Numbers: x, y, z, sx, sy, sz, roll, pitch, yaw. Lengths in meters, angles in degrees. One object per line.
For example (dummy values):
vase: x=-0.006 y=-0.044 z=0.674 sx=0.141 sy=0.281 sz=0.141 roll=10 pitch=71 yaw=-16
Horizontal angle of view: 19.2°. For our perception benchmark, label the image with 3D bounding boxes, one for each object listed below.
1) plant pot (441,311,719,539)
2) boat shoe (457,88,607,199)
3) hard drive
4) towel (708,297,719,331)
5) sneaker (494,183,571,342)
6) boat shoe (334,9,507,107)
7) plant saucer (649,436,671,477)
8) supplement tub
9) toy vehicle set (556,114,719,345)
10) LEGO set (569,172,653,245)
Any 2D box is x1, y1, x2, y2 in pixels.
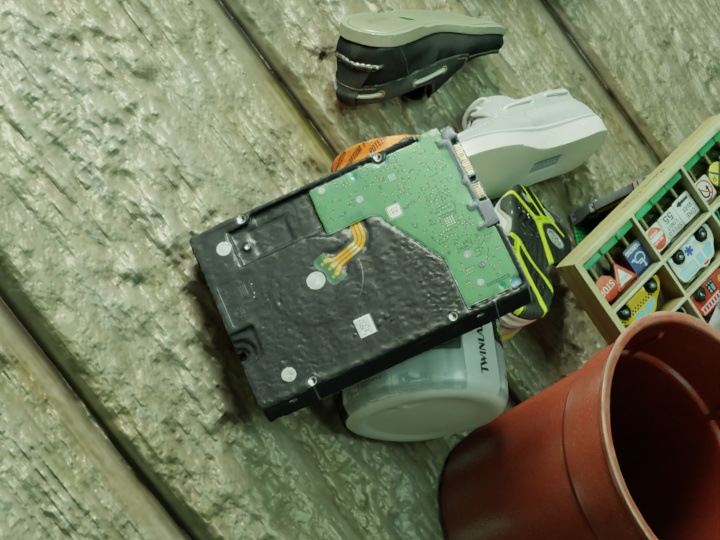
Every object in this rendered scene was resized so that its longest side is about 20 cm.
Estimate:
plant pot: x=0.174 y=0.155 z=1.528 sx=0.201 sy=0.195 sz=0.201 roll=20 pitch=57 yaw=-36
boat shoe: x=0.118 y=-0.110 z=1.705 sx=0.200 sy=0.072 sz=0.069 roll=-20 pitch=63 yaw=-40
hard drive: x=0.000 y=0.000 z=1.447 sx=0.038 sy=0.200 sz=0.140 roll=65 pitch=-1 yaw=-68
towel: x=0.293 y=0.084 z=1.689 sx=0.024 sy=0.200 sz=0.147 roll=34 pitch=30 yaw=27
sneaker: x=0.109 y=-0.004 z=1.642 sx=0.075 sy=0.076 sz=0.200 roll=48 pitch=27 yaw=-6
boat shoe: x=0.046 y=-0.170 z=1.678 sx=0.200 sy=0.072 sz=0.068 roll=-17 pitch=119 yaw=-53
plant saucer: x=0.301 y=0.133 z=1.667 sx=0.050 sy=0.200 sz=0.200 roll=33 pitch=33 yaw=30
supplement tub: x=0.035 y=0.012 z=1.522 sx=0.122 sy=0.122 sz=0.200 roll=12 pitch=63 yaw=-39
toy vehicle set: x=0.254 y=-0.015 z=1.660 sx=0.200 sy=0.027 sz=0.124 roll=-43 pitch=105 yaw=-26
LEGO set: x=0.269 y=0.002 z=1.749 sx=0.154 sy=0.116 sz=0.200 roll=11 pitch=64 yaw=-40
